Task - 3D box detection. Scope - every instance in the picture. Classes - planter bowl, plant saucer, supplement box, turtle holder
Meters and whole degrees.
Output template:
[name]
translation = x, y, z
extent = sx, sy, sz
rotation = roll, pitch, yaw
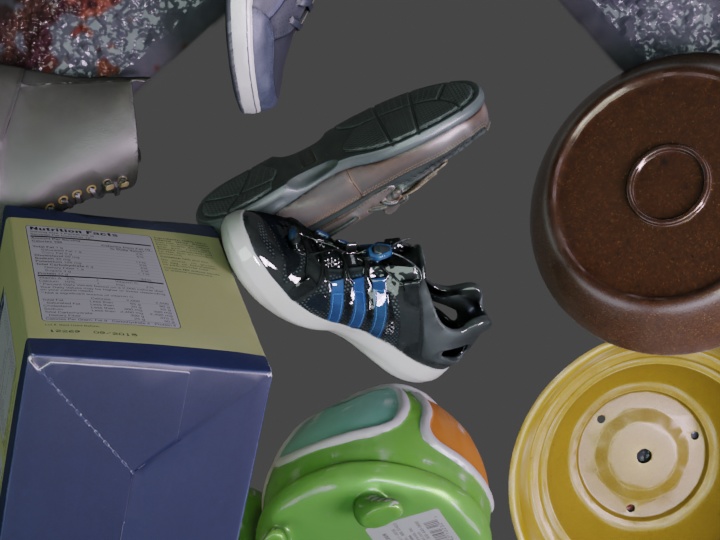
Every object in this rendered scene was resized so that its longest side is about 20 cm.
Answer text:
[planter bowl]
translation = 0.191, 0.129, 1.186
extent = 0.200, 0.083, 0.201
rotation = 0, 99, -2
[plant saucer]
translation = 0.193, -0.048, 1.126
extent = 0.200, 0.034, 0.201
rotation = -10, 68, 24
[supplement box]
translation = -0.151, 0.094, 1.074
extent = 0.134, 0.200, 0.201
rotation = 6, 114, -17
[turtle holder]
translation = 0.000, 0.154, 1.158
extent = 0.141, 0.132, 0.186
rotation = 27, 130, -18

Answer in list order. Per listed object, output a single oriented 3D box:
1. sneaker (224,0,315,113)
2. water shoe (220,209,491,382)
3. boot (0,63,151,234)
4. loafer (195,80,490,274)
[sneaker]
translation = -0.008, -0.193, 1.133
extent = 0.146, 0.077, 0.203
rotation = 6, 97, -1
[water shoe]
translation = 0.000, 0.000, 1.132
extent = 0.079, 0.072, 0.200
rotation = -39, 134, 23
[boot]
translation = -0.202, -0.031, 1.153
extent = 0.138, 0.077, 0.201
rotation = 0, 99, -7
[loafer]
translation = -0.005, -0.056, 1.167
extent = 0.200, 0.072, 0.063
rotation = -24, 119, 8
